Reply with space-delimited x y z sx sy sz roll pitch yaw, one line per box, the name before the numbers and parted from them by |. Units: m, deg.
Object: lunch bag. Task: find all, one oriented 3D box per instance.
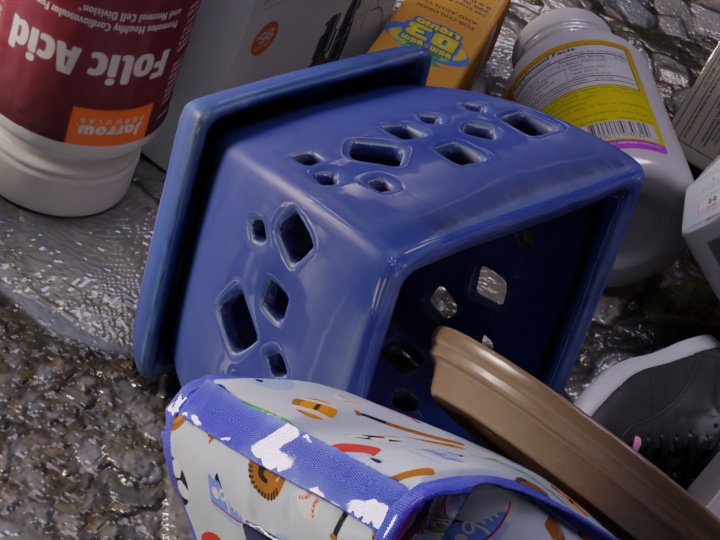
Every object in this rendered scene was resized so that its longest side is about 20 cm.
lunch bag | 0.024 0.124 0.793 0.170 0.124 0.200 21 -16 51

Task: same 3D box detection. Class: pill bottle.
pill bottle | 0.152 -0.088 1.254 0.104 0.104 0.200 11 38 -16
pill bottle | -0.153 -0.136 1.072 0.114 0.200 0.114 14 37 -11

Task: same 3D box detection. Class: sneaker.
sneaker | 0.181 0.099 1.060 0.099 0.071 0.200 37 34 27

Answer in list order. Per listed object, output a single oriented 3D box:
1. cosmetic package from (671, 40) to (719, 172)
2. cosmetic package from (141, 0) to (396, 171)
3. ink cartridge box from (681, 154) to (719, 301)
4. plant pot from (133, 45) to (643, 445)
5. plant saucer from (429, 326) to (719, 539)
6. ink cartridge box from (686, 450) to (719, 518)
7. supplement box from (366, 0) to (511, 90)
cosmetic package | 0.319 -0.079 1.319 0.200 0.105 0.071 34 12 13
cosmetic package | -0.045 -0.155 1.195 0.052 0.151 0.200 35 39 16
ink cartridge box | 0.260 -0.001 1.191 0.163 0.057 0.200 57 18 -13
plant pot | 0.000 0.000 0.992 0.200 0.200 0.180 -20 48 -42
plant saucer | 0.106 0.096 0.858 0.200 0.029 0.200 37 -6 5
ink cartridge box | 0.263 0.152 0.950 0.200 0.083 0.147 41 6 7
supplement box | 0.045 -0.140 1.295 0.067 0.069 0.200 24 38 4
